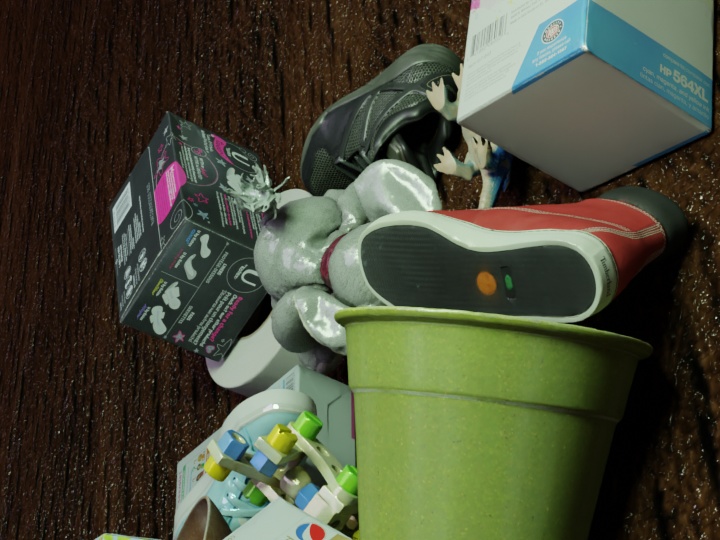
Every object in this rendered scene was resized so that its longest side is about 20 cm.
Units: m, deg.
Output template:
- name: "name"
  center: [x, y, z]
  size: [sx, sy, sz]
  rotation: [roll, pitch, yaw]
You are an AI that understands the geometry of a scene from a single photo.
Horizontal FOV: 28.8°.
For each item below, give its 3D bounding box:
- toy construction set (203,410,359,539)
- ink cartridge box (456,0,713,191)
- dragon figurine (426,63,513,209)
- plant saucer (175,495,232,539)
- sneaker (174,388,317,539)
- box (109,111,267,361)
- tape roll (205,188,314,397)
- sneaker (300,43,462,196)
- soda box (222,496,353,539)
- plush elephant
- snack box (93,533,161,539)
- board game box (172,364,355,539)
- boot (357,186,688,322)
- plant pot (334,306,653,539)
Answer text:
- name: "toy construction set"
  center: [-0.007, 0.150, 0.978]
  size: [0.131, 0.199, 0.093]
  rotation: [40, 114, 26]
- name: "ink cartridge box"
  center: [0.162, -0.185, 0.978]
  size: [0.128, 0.124, 0.202]
  rotation: [-25, 48, 49]
- name: "dragon figurine"
  center: [0.108, -0.099, 1.073]
  size: [0.059, 0.099, 0.202]
  rotation: [-30, 63, 45]
- name: "plant saucer"
  center: [-0.128, 0.257, 0.969]
  size: [0.200, 0.034, 0.202]
  rotation: [-159, 89, -79]
- name: "sneaker"
  center: [-0.082, 0.175, 1.053]
  size: [0.083, 0.073, 0.201]
  rotation: [-104, 33, -43]
- name: "box"
  center: [-0.160, -0.033, 1.349]
  size: [0.133, 0.114, 0.201]
  rotation: [-54, 29, 23]
- name: "tape roll"
  center: [-0.082, 0.021, 1.330]
  size: [0.203, 0.037, 0.205]
  rotation: [-41, 37, 40]
- name: "sneaker"
  center: [0.011, -0.102, 1.224]
  size: [0.199, 0.076, 0.115]
  rotation: [-33, 35, 37]
- name: "soda box"
  center: [-0.054, 0.251, 0.899]
  size: [0.063, 0.068, 0.202]
  rotation: [24, 124, 30]
- name: "plush elephant"
  center: [0.000, 0.000, 1.093]
  size: [0.154, 0.200, 0.166]
  rotation: [28, 80, 40]
- name: "snack box"
  center: [-0.211, 0.333, 1.203]
  size: [0.169, 0.067, 0.203]
  rotation: [139, 137, -72]
- name: "board game box"
  center: [-0.085, 0.194, 1.175]
  size: [0.200, 0.064, 0.149]
  rotation: [-38, 39, 40]
- name: "boot"
  center: [0.108, -0.018, 0.925]
  size: [0.198, 0.144, 0.073]
  rotation: [5, 112, 39]
- name: "plant pot"
  center: [0.070, 0.131, 0.857]
  size: [0.199, 0.198, 0.193]
  rotation: [-5, 75, 58]
